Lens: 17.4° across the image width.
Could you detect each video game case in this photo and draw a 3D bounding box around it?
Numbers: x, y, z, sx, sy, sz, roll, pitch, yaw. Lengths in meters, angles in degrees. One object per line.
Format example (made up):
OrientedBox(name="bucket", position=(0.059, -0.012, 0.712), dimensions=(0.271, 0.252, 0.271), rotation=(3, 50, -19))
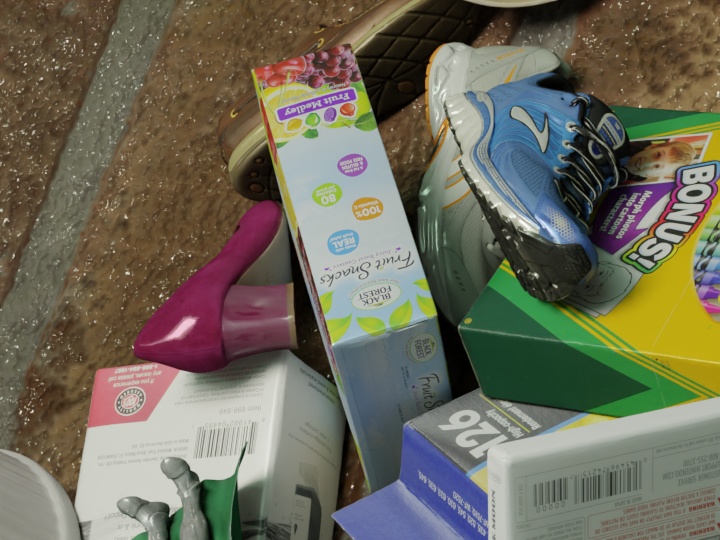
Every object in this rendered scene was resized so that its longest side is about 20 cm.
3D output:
OrientedBox(name="video game case", position=(0.153, 0.154, 1.140), dimensions=(0.023, 0.199, 0.183), rotation=(29, 125, 60))

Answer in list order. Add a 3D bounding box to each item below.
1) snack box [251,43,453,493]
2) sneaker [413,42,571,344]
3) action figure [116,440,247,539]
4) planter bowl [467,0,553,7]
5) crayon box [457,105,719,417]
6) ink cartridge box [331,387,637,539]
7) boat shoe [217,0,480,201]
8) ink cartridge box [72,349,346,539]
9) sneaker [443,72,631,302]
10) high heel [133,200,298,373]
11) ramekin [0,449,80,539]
OrientedBox(name="snack box", position=(0.000, 0.000, 1.365), dimensions=(0.067, 0.169, 0.201), rotation=(-15, 56, -1))
OrientedBox(name="sneaker", position=(0.086, -0.052, 1.407), dimensions=(0.091, 0.076, 0.201), rotation=(-6, 66, 20))
OrientedBox(name="action figure", position=(-0.095, 0.198, 1.271), dimensions=(0.118, 0.054, 0.201), rotation=(-45, 39, 30))
OrientedBox(name="planter bowl", position=(0.085, -0.278, 1.465), dimensions=(0.200, 0.200, 0.135), rotation=(-43, 24, 6))
OrientedBox(name="crayon box", position=(0.176, -0.006, 1.285), dimensions=(0.172, 0.059, 0.200), rotation=(6, 44, 35))
OrientedBox(name="ink cartridge box", position=(0.109, 0.115, 1.233), dimensions=(0.199, 0.047, 0.198), rotation=(-23, 31, -20))
OrientedBox(name="boat shoe", position=(-0.014, -0.131, 1.507), dimensions=(0.200, 0.072, 0.068), rotation=(-39, 54, 12))
OrientedBox(name="ink cartridge box", position=(-0.095, 0.159, 1.399), dimensions=(0.145, 0.085, 0.201), rotation=(-8, 61, 30))
OrientedBox(name="sneaker", position=(0.103, -0.058, 1.274), dimensions=(0.089, 0.079, 0.200), rotation=(-26, 30, 8))
OrientedBox(name="high heel", position=(-0.089, 0.004, 1.428), dimensions=(0.095, 0.068, 0.200), rotation=(-6, 16, -2))
OrientedBox(name="ramekin", position=(-0.270, 0.182, 1.387), dimensions=(0.201, 0.094, 0.203), rotation=(-20, 49, 25))
